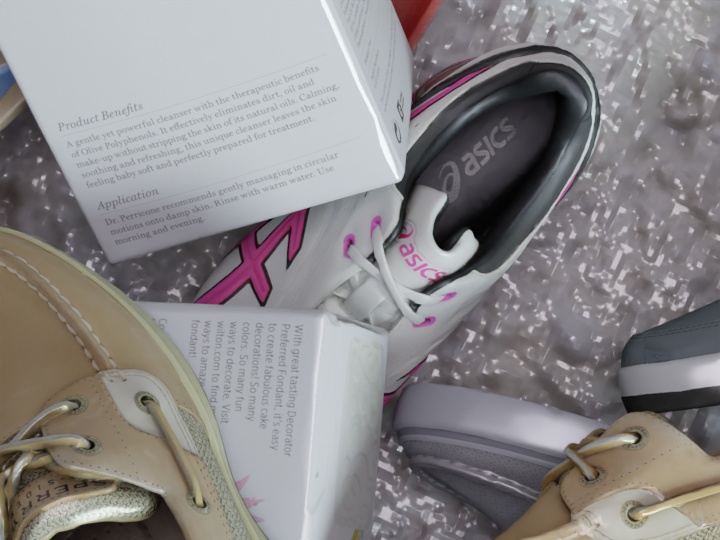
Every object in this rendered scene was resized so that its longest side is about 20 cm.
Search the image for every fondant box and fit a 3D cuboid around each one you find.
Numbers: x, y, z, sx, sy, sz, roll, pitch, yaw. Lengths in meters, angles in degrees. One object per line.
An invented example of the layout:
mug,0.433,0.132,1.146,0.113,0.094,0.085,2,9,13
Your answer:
fondant box,-0.097,0.082,0.759,0.200,0.058,0.145,2,83,23

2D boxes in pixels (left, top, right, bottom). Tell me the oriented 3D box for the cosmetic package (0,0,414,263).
cosmetic package,-0.065,-0.113,0.743,0.107,0.085,0.200,-14,120,13

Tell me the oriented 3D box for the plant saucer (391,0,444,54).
plant saucer,-0.041,-0.168,0.779,0.199,0.037,0.200,24,122,-13

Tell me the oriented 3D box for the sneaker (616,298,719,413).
sneaker,0.165,-0.031,0.811,0.200,0.084,0.121,-19,90,-13

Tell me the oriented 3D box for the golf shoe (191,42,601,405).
golf shoe,0.000,0.000,0.794,0.073,0.092,0.200,41,84,-3

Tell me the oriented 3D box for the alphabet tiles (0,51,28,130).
alphabet tiles,-0.225,-0.071,0.801,0.167,0.008,0.200,-44,71,-7

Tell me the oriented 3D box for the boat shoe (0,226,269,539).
boat shoe,-0.075,0.064,0.686,0.072,0.065,0.200,-39,70,12

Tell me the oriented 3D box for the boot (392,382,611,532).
boot,0.092,0.113,0.796,0.200,0.074,0.096,22,76,-2

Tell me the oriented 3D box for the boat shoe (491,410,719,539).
boat shoe,0.083,0.076,0.736,0.200,0.071,0.065,-8,85,-20
